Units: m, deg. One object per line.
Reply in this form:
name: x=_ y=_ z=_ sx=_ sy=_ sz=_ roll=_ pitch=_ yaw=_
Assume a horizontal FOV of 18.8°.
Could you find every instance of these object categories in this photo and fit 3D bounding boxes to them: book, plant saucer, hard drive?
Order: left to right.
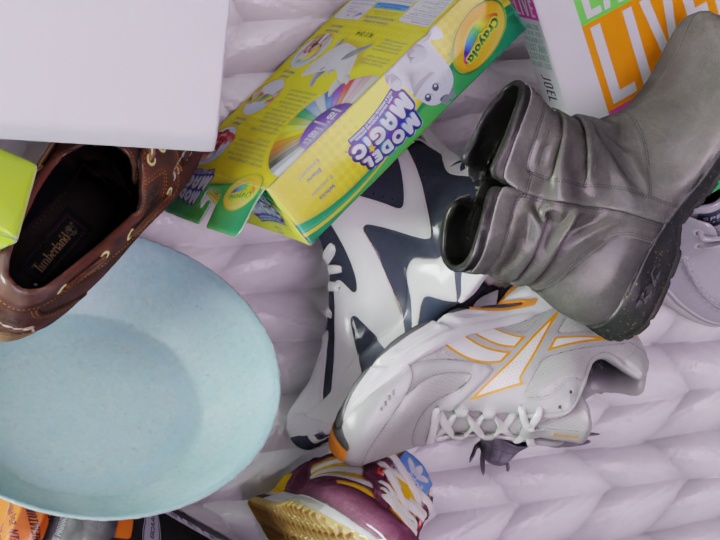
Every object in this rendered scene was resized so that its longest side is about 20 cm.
hard drive: x=-0.152 y=-0.124 z=0.948 sx=0.200 sy=0.027 sz=0.132 roll=2 pitch=98 yaw=-28
plant saucer: x=-0.143 y=0.060 z=1.133 sx=0.201 sy=0.201 sz=0.039 roll=-13 pitch=142 yaw=-26
book: x=0.159 y=-0.130 z=1.237 sx=0.134 sy=0.048 sz=0.200 roll=-31 pitch=116 yaw=-20

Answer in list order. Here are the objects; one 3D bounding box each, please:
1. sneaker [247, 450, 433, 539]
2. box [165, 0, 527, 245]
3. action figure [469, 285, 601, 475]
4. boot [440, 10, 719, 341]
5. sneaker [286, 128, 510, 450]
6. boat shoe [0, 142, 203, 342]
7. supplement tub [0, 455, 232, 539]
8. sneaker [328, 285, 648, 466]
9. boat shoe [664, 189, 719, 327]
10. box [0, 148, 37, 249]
sneaker: x=0.005 y=0.130 z=1.198 sx=0.090 sy=0.200 sz=0.075 roll=-33 pitch=103 yaw=-17
box: x=-0.013 y=-0.086 z=1.190 sx=0.200 sy=0.117 sz=0.048 roll=-43 pitch=116 yaw=-14
action figure: x=0.103 y=0.029 z=1.307 sx=0.130 sy=0.069 sz=0.200 roll=9 pitch=99 yaw=-37
boot: x=0.128 y=-0.070 z=1.163 sx=0.131 sy=0.068 sz=0.200 roll=28 pitch=79 yaw=-29
sneaker: x=0.000 y=0.000 z=1.246 sx=0.079 sy=0.130 sz=0.199 roll=-13 pitch=148 yaw=-54
boat shoe: x=-0.131 y=-0.047 z=1.131 sx=0.070 sy=0.070 sz=0.200 roll=34 pitch=60 yaw=-6
supplement tub: x=-0.131 y=0.181 z=1.177 sx=0.200 sy=0.123 sz=0.123 roll=33 pitch=84 yaw=-29
sneaker: x=0.077 y=0.066 z=1.192 sx=0.200 sy=0.076 sz=0.092 roll=-27 pitch=68 yaw=-25
boat shoe: x=0.202 y=-0.045 z=1.341 sx=0.072 sy=0.068 sz=0.200 roll=-33 pitch=113 yaw=-19
box: x=-0.273 y=-0.057 z=1.049 sx=0.200 sy=0.122 sz=0.048 roll=24 pitch=68 yaw=-28
